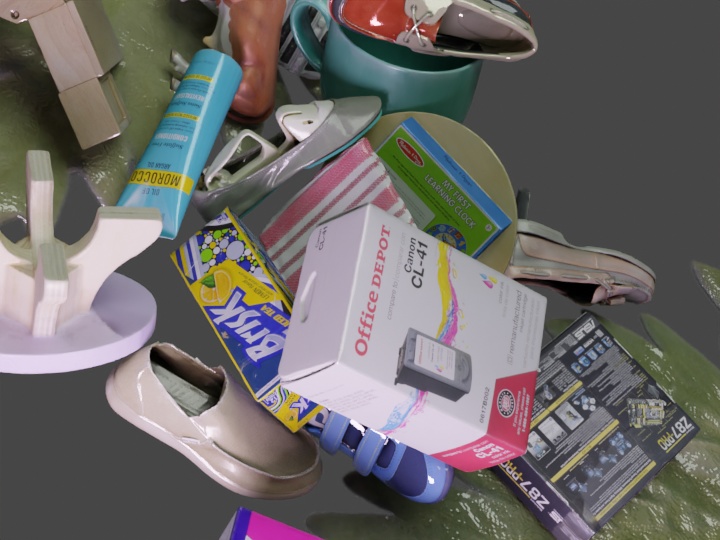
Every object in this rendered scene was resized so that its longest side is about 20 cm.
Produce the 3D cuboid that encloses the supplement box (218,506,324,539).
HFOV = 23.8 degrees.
[{"bbox_3d":[-0.029,0.282,1.333,0.199,0.104,0.102,23,46,-9],"label":"supplement box"}]

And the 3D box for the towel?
[{"bbox_3d":[0.000,0.000,1.548,0.030,0.146,0.201,6,49,-55],"label":"towel"}]

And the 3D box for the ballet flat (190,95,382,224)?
[{"bbox_3d":[-0.073,-0.114,1.571,0.064,0.199,0.068,52,7,-27],"label":"ballet flat"}]

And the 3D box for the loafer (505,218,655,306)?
[{"bbox_3d":[0.210,0.009,1.700,0.199,0.072,0.063,19,61,-29],"label":"loafer"}]

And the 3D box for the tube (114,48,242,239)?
[{"bbox_3d":[-0.167,-0.112,1.574,0.077,0.050,0.201,3,57,30],"label":"tube"}]

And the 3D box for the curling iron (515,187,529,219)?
[{"bbox_3d":[0.144,-0.021,1.718,0.049,0.026,0.201,33,46,-6],"label":"curling iron"}]

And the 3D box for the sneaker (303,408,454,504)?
[{"bbox_3d":[-0.002,0.132,1.468,0.200,0.074,0.082,41,30,30],"label":"sneaker"}]

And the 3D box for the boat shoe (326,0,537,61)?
[{"bbox_3d":[0.068,-0.231,1.575,0.198,0.072,0.063,6,35,-20],"label":"boat shoe"}]

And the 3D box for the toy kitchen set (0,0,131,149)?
[{"bbox_3d":[-0.326,-0.200,1.589,0.163,0.179,0.201,-91,159,-77],"label":"toy kitchen set"}]

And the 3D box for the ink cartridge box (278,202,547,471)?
[{"bbox_3d":[0.047,0.057,1.384,0.199,0.085,0.149,27,60,-30],"label":"ink cartridge box"}]

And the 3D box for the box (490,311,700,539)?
[{"bbox_3d":[0.207,0.147,1.605,0.161,0.049,0.200,45,47,12],"label":"box"}]

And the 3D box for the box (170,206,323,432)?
[{"bbox_3d":[-0.087,0.040,1.463,0.064,0.070,0.200,46,6,-48],"label":"box"}]

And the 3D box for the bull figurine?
[{"bbox_3d":[-0.121,-0.247,1.672,0.120,0.065,0.202,5,88,-12],"label":"bull figurine"}]

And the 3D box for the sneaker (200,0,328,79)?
[{"bbox_3d":[-0.108,-0.270,1.751,0.199,0.081,0.075,37,86,-17],"label":"sneaker"}]

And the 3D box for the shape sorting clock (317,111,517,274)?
[{"bbox_3d":[0.048,-0.047,1.593,0.200,0.200,0.039,43,15,9],"label":"shape sorting clock"}]

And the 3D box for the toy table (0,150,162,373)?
[{"bbox_3d":[-0.261,0.000,1.388,0.198,0.118,0.184,-8,39,-25],"label":"toy table"}]

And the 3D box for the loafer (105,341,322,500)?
[{"bbox_3d":[-0.117,0.125,1.432,0.199,0.068,0.076,26,47,-8],"label":"loafer"}]

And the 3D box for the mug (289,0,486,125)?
[{"bbox_3d":[0.029,-0.198,1.669,0.151,0.115,0.185,-12,45,-28],"label":"mug"}]
